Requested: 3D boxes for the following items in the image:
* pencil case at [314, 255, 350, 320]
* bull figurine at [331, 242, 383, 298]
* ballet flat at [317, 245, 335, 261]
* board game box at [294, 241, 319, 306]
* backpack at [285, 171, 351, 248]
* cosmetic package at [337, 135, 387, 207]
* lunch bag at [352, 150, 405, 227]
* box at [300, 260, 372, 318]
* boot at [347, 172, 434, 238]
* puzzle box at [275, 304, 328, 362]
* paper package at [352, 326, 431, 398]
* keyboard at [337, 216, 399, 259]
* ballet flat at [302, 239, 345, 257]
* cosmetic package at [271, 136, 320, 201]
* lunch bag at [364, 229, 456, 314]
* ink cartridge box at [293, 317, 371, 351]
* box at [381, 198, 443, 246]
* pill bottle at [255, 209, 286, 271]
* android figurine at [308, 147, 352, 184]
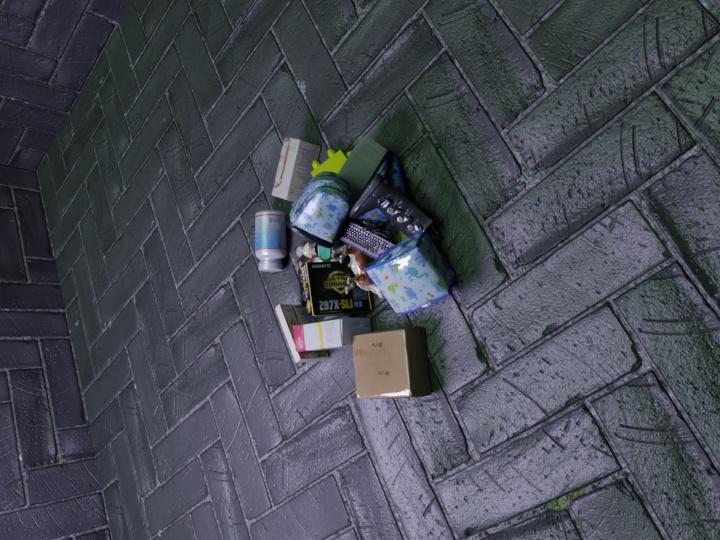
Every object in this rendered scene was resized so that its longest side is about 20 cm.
[{"bbox_3d":[-0.084,0.056,1.805,0.090,0.083,0.202,-13,79,16],"label":"pencil case"},{"bbox_3d":[0.000,0.000,1.717,0.202,0.120,0.065,66,151,11],"label":"bull figurine"},{"bbox_3d":[-0.100,-0.127,1.751,0.069,0.069,0.203,7,98,41],"label":"ballet flat"},{"bbox_3d":[-0.149,0.005,1.915,0.135,0.034,0.202,-19,74,38],"label":"board game box"},{"bbox_3d":[-0.101,-0.174,1.617,0.201,0.162,0.154,-58,12,16],"label":"backpack"},{"bbox_3d":[-0.013,-0.288,1.713,0.201,0.090,0.107,-60,13,3],"label":"cosmetic package"},{"bbox_3d":[0.056,-0.246,1.714,0.151,0.093,0.201,-46,30,40],"label":"lunch bag"},{"bbox_3d":[-0.071,0.053,1.734,0.049,0.198,0.162,-24,71,58],"label":"box"},{"bbox_3d":[0.081,-0.148,1.597,0.199,0.066,0.165,35,132,-10],"label":"boot"},{"bbox_3d":[-0.187,0.199,1.868,0.025,0.132,0.201,-40,62,31],"label":"puzzle box"},{"bbox_3d":[0.087,0.262,1.644,0.199,0.103,0.193,-14,76,40],"label":"paper package"},{"bbox_3d":[0.024,-0.089,1.655,0.199,0.040,0.105,28,115,13],"label":"keyboard"},{"bbox_3d":[-0.086,-0.076,1.798,0.198,0.057,0.067,-10,114,10],"label":"ballet flat"},{"bbox_3d":[-0.217,-0.335,1.961,0.087,0.103,0.202,20,97,42],"label":"cosmetic package"},{"bbox_3d":[0.132,0.015,1.575,0.199,0.128,0.171,-30,102,30],"label":"lunch bag"},{"bbox_3d":[-0.084,0.195,1.769,0.199,0.144,0.084,-13,79,40],"label":"ink cartridge box"},{"bbox_3d":[0.124,-0.083,1.678,0.200,0.044,0.161,-48,57,27],"label":"box"},{"bbox_3d":[-0.311,-0.101,2.018,0.108,0.108,0.203,-6,82,40],"label":"pill bottle"},{"bbox_3d":[-0.078,-0.298,1.832,0.181,0.041,0.201,-37,54,4],"label":"android figurine"}]
